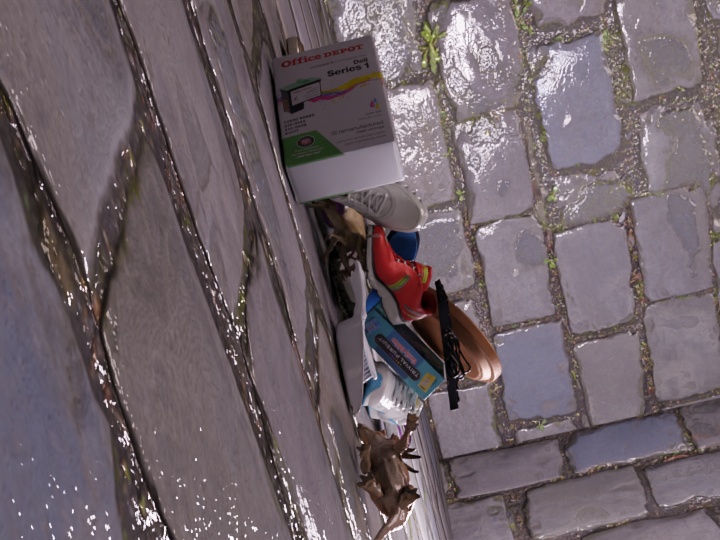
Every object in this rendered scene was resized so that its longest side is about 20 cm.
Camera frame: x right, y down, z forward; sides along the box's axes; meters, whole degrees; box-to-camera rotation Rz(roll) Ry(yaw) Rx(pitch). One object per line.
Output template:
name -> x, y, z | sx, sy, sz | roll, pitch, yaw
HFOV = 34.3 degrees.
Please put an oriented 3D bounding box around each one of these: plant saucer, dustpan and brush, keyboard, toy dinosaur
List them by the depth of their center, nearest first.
toy dinosaur -> 0.040, 0.275, 1.519 | 0.136, 0.086, 0.201 | 84, 2, -57
dustpan and brush -> -0.004, 0.086, 1.607 | 0.140, 0.057, 0.201 | -85, 162, -77
toy dinosaur -> -0.009, -0.039, 1.688 | 0.200, 0.058, 0.101 | 40, 54, -52
keyboard -> 0.141, 0.119, 1.735 | 0.104, 0.039, 0.201 | -91, 172, -60
plant saucer -> 0.140, 0.104, 1.850 | 0.200, 0.032, 0.200 | 43, -15, 15

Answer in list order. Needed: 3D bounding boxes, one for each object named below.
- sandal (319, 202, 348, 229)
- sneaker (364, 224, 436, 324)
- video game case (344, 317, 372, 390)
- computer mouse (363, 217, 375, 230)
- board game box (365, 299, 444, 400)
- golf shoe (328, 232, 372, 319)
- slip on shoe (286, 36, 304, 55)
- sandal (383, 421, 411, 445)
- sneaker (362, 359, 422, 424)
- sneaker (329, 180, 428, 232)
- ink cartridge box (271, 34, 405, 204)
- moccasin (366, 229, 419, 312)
sandal -> -0.056, -0.159, 1.727 | 0.050, 0.082, 0.203 | -16, 92, -44
sneaker -> 0.060, -0.001, 1.687 | 0.200, 0.085, 0.077 | 61, 24, -47
video game case -> 0.002, 0.128, 1.890 | 0.200, 0.019, 0.143 | 73, 5, -56
computer mouse -> -0.003, -0.112, 1.842 | 0.138, 0.053, 0.200 | 34, 18, -14
board game box -> 0.063, 0.120, 1.823 | 0.151, 0.047, 0.200 | 45, 5, 1
golf shoe -> 0.000, 0.000, 1.784 | 0.200, 0.088, 0.077 | -96, 174, -52
slip on shoe -> -0.073, -0.293, 1.862 | 0.076, 0.060, 0.200 | -101, 176, -46
sandal -> 0.068, 0.273, 1.996 | 0.203, 0.050, 0.083 | -87, 167, -84
sneaker -> 0.050, 0.188, 1.790 | 0.200, 0.080, 0.077 | 62, 41, -71
sneaker -> -0.001, -0.109, 1.624 | 0.075, 0.200, 0.081 | -63, 175, 19
ink cartridge box -> -0.032, -0.200, 1.525 | 0.084, 0.144, 0.200 | 72, 6, -52
moccasin -> 0.055, -0.004, 1.919 | 0.068, 0.080, 0.200 | -78, -165, -50
